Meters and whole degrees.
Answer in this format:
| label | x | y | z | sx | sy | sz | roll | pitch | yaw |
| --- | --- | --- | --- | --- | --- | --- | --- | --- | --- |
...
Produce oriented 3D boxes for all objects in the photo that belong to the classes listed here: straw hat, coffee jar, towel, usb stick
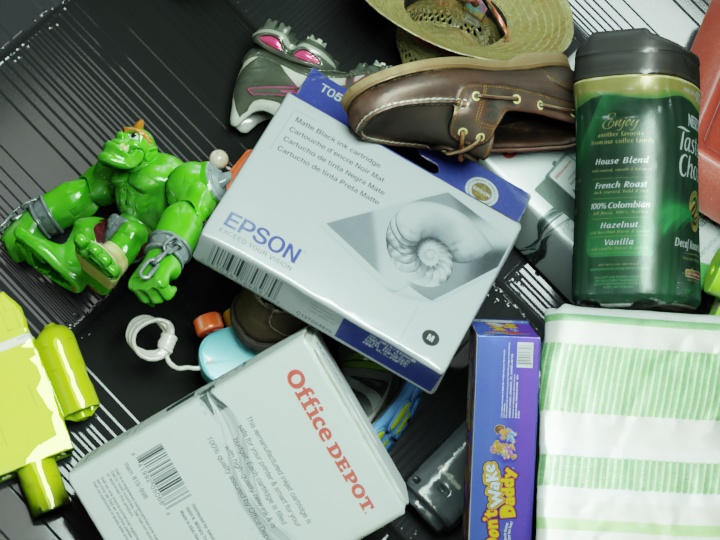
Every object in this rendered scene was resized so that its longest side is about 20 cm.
| label | x | y | z | sx | sy | sz | roll | pitch | yaw |
| --- | --- | --- | --- | --- | --- | --- | --- | --- | --- |
| straw hat | 0.069 | -0.185 | 1.597 | 0.199 | 0.086 | 0.202 | 14 | 36 | -10 |
| coffee jar | 0.200 | -0.071 | 1.464 | 0.085 | 0.104 | 0.202 | -2 | 85 | 27 |
| towel | 0.194 | 0.126 | 1.392 | 0.151 | 0.023 | 0.202 | 4 | 75 | -7 |
| usb stick | 0.113 | 0.116 | 1.549 | 0.200 | 0.033 | 0.055 | -44 | 92 | -13 |

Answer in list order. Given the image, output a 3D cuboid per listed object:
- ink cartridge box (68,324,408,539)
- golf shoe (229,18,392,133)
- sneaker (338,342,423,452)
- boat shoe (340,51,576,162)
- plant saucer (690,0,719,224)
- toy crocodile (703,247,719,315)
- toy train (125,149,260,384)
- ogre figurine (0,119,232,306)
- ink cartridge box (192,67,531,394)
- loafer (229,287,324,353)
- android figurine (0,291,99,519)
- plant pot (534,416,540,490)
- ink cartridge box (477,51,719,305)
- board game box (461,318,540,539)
| label | x | y | z | sx | sy | sz | roll | pitch | yaw |
| --- | --- | --- | --- | --- | --- | --- | --- | --- | --- |
| ink cartridge box | -0.083 | 0.150 | 1.441 | 0.199 | 0.083 | 0.147 | -29 | 94 | 5 |
| golf shoe | -0.006 | -0.120 | 1.568 | 0.199 | 0.077 | 0.089 | 21 | 79 | 21 |
| sneaker | 0.009 | 0.075 | 1.538 | 0.082 | 0.071 | 0.201 | 24 | 70 | 12 |
| boat shoe | 0.083 | -0.114 | 1.473 | 0.198 | 0.070 | 0.071 | -9 | 69 | -27 |
| plant saucer | 0.335 | -0.103 | 1.568 | 0.199 | 0.037 | 0.201 | 32 | 56 | -5 |
| toy crocodile | 0.300 | -0.026 | 1.493 | 0.067 | 0.062 | 0.202 | 16 | 115 | 0 |
| toy train | -0.085 | 0.009 | 1.544 | 0.149 | 0.056 | 0.201 | 30 | 71 | 5 |
| ogre figurine | -0.174 | -0.039 | 1.483 | 0.098 | 0.200 | 0.120 | 48 | 65 | -16 |
| ink cartridge box | 0.010 | -0.041 | 1.450 | 0.198 | 0.041 | 0.201 | 29 | 56 | 0 |
| loafer | 0.000 | 0.000 | 1.489 | 0.199 | 0.071 | 0.073 | -28 | 76 | -14 |
| android figurine | -0.288 | 0.096 | 1.491 | 0.181 | 0.041 | 0.202 | -19 | 80 | -14 |
| plant pot | 0.208 | 0.151 | 1.489 | 0.198 | 0.175 | 0.202 | 2 | 75 | -9 |
| ink cartridge box | 0.194 | -0.058 | 1.583 | 0.200 | 0.083 | 0.147 | 44 | 72 | 4 |
| board game box | 0.098 | 0.141 | 1.450 | 0.044 | 0.134 | 0.202 | 2 | 93 | 1 |
